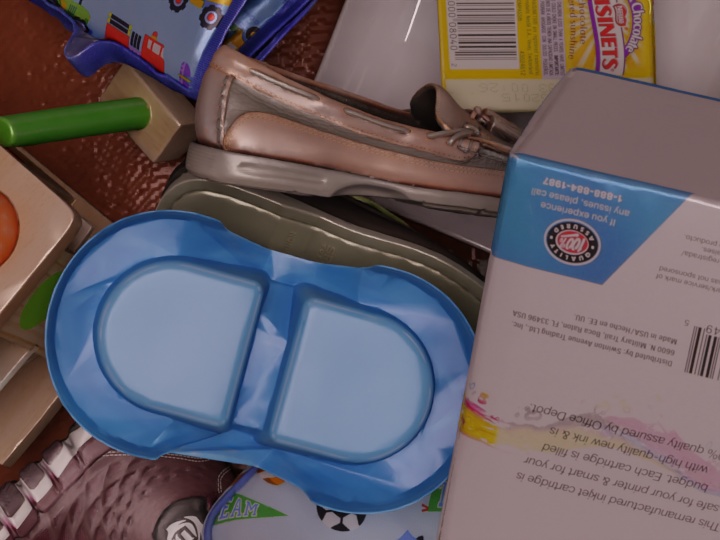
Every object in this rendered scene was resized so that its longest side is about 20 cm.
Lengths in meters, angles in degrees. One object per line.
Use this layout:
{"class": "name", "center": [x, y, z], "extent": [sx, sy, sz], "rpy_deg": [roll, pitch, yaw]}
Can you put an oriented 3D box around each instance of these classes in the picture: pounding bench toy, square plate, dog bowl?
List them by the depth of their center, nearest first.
{"class": "dog bowl", "center": [-0.044, 0.040, 1.280], "extent": [0.199, 0.050, 0.112], "rpy_deg": [15, 91, -6]}
{"class": "pounding bench toy", "center": [-0.171, -0.032, 1.323], "extent": [0.124, 0.156, 0.200], "rpy_deg": [39, 89, 17]}
{"class": "square plate", "center": [0.086, -0.105, 1.364], "extent": [0.197, 0.028, 0.201], "rpy_deg": [23, 103, 11]}

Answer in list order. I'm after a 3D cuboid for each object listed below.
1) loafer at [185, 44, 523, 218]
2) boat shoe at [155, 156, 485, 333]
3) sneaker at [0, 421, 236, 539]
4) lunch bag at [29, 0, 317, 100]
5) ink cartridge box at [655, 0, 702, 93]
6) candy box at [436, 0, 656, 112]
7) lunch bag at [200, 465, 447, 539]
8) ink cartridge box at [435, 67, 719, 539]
{"class": "loafer", "center": [0.019, -0.061, 1.298], "extent": [0.199, 0.072, 0.063], "rpy_deg": [5, 96, -23]}
{"class": "boat shoe", "center": [0.000, 0.000, 1.339], "extent": [0.201, 0.061, 0.072], "rpy_deg": [27, 114, -7]}
{"class": "sneaker", "center": [-0.138, 0.150, 1.367], "extent": [0.200, 0.076, 0.116], "rpy_deg": [-42, 89, 0]}
{"class": "lunch bag", "center": [-0.077, -0.177, 1.332], "extent": [0.150, 0.094, 0.200], "rpy_deg": [33, 85, 33]}
{"class": "ink cartridge box", "center": [0.202, -0.181, 1.381], "extent": [0.200, 0.042, 0.119], "rpy_deg": [-38, 87, -1]}
{"class": "candy box", "center": [0.083, -0.170, 1.300], "extent": [0.102, 0.026, 0.201], "rpy_deg": [0, 112, 9]}
{"class": "lunch bag", "center": [0.032, 0.146, 1.330], "extent": [0.200, 0.076, 0.160], "rpy_deg": [39, 60, 11]}
{"class": "ink cartridge box", "center": [0.129, 0.039, 1.221], "extent": [0.146, 0.146, 0.201], "rpy_deg": [14, 112, 10]}
